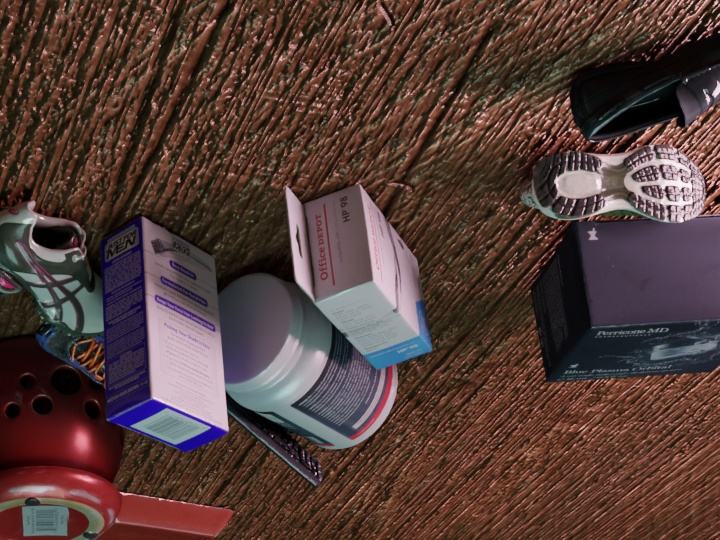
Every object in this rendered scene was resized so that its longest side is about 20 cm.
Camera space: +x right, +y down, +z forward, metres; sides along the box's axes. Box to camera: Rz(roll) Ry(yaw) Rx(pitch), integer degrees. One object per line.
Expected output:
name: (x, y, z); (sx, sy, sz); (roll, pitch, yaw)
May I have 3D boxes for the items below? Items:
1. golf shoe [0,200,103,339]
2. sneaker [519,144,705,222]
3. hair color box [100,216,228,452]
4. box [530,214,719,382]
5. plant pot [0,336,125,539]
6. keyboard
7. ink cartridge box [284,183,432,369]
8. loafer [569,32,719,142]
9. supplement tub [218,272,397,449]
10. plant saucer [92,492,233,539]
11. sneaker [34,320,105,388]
golf shoe: (-0.288, 0.003, 1.366); (0.088, 0.078, 0.200); (-31, 142, 20)
sneaker: (0.244, -0.083, 1.385); (0.198, 0.078, 0.089); (3, 177, -19)
hair color box: (-0.190, 0.061, 1.359); (0.065, 0.201, 0.109); (-25, 144, 27)
box: (0.299, 0.031, 1.469); (0.195, 0.118, 0.200); (-3, 160, -7)
plant pot: (-0.357, 0.197, 1.552); (0.199, 0.184, 0.201); (-4, 147, -3)
keyboard: (-0.117, 0.153, 1.521); (0.200, 0.127, 0.021); (43, 92, -14)
ink cartridge box: (0.000, 0.000, 1.387); (0.066, 0.117, 0.200); (-18, 147, 16)
loafer: (0.287, -0.159, 1.251); (0.199, 0.071, 0.068); (-14, 148, 8)
supplement tub: (-0.064, 0.097, 1.499); (0.140, 0.141, 0.200); (-25, 144, 24)
plant saucer: (-0.308, 0.377, 1.973); (0.199, 0.037, 0.200); (16, 139, -33)
sneaker: (-0.260, 0.093, 1.494); (0.075, 0.079, 0.200); (-43, 139, 16)
